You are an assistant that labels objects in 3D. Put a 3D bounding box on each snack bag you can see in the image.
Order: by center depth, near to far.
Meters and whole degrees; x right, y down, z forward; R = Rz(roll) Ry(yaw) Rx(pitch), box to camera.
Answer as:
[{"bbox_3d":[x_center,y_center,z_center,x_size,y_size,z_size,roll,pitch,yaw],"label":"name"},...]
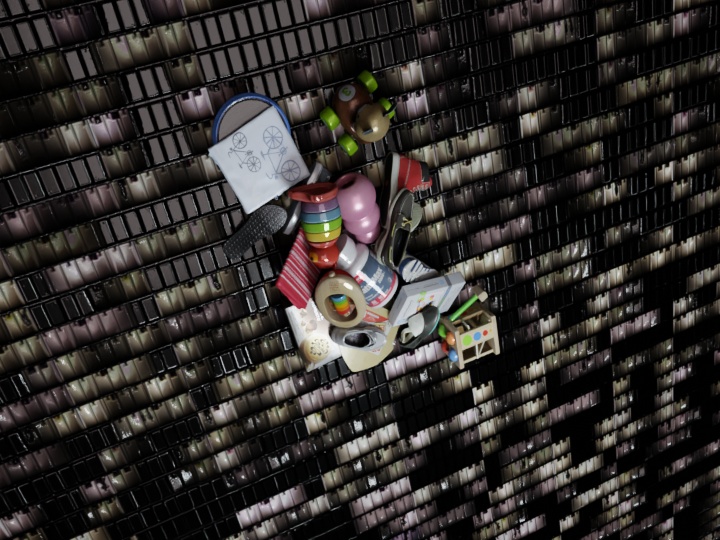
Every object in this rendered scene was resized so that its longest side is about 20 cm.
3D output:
[{"bbox_3d":[-0.244,-0.263,1.348,0.197,0.021,0.192,-34,114,-7],"label":"snack bag"}]

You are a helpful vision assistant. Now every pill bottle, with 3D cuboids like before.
[{"bbox_3d":[0.000,0.000,1.501,0.199,0.120,0.121,40,92,-27],"label":"pill bottle"}]

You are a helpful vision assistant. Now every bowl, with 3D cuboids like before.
[{"bbox_3d":[-0.264,-0.326,1.355,0.193,0.039,0.209,-6,109,-17],"label":"bowl"}]

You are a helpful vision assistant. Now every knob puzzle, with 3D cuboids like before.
[{"bbox_3d":[0.012,0.195,1.611,0.212,0.030,0.229,-6,104,-23],"label":"knob puzzle"}]

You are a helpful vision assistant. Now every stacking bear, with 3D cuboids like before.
[{"bbox_3d":[-0.097,-0.104,1.371,0.112,0.118,0.208,-28,121,-45],"label":"stacking bear"}]

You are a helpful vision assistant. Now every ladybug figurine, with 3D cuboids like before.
[{"bbox_3d":[-0.051,0.066,1.436,0.130,0.074,0.204,-4,137,8],"label":"ladybug figurine"}]

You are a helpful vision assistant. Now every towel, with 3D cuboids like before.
[{"bbox_3d":[-0.146,-0.018,1.426,0.145,0.022,0.206,52,53,-52],"label":"towel"}]

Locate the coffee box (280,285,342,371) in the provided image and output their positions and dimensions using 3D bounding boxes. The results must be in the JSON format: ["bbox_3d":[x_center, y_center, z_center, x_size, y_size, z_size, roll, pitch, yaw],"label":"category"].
[{"bbox_3d":[-0.136,0.156,1.528,0.110,0.080,0.206,-21,113,-12],"label":"coffee box"}]

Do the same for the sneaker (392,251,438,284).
[{"bbox_3d":[0.141,-0.012,1.574,0.081,0.115,0.198,-50,144,4],"label":"sneaker"}]

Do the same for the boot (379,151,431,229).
[{"bbox_3d":[0.128,-0.203,1.494,0.139,0.072,0.208,11,86,-24],"label":"boot"}]

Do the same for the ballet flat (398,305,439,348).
[{"bbox_3d":[0.162,0.171,1.594,0.066,0.070,0.202,-2,144,-23],"label":"ballet flat"}]

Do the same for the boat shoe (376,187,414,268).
[{"bbox_3d":[0.104,-0.107,1.430,0.070,0.060,0.208,12,98,-44],"label":"boat shoe"}]

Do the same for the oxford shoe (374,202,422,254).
[{"bbox_3d":[0.101,-0.112,1.529,0.074,0.058,0.201,38,68,3],"label":"oxford shoe"}]

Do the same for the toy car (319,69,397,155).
[{"bbox_3d":[0.014,-0.377,1.345,0.164,0.200,0.159,-42,115,-1],"label":"toy car"}]

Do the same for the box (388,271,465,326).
[{"bbox_3d":[0.188,0.082,1.578,0.193,0.042,0.158,-12,148,-24],"label":"box"}]

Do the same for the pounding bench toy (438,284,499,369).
[{"bbox_3d":[0.312,0.161,1.660,0.151,0.124,0.207,-17,112,-12],"label":"pounding bench toy"}]

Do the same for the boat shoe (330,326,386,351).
[{"bbox_3d":[0.009,0.191,1.538,0.196,0.068,0.074,21,90,-40],"label":"boat shoe"}]

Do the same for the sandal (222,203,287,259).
[{"bbox_3d":[-0.273,-0.107,1.424,0.197,0.045,0.076,-35,109,11],"label":"sandal"}]

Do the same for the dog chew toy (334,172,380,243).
[{"bbox_3d":[-0.004,-0.154,1.458,0.122,0.125,0.203,-31,131,-7],"label":"dog chew toy"}]

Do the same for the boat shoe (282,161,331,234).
[{"bbox_3d":[-0.135,-0.178,1.435,0.065,0.070,0.205,26,90,-23],"label":"boat shoe"}]
